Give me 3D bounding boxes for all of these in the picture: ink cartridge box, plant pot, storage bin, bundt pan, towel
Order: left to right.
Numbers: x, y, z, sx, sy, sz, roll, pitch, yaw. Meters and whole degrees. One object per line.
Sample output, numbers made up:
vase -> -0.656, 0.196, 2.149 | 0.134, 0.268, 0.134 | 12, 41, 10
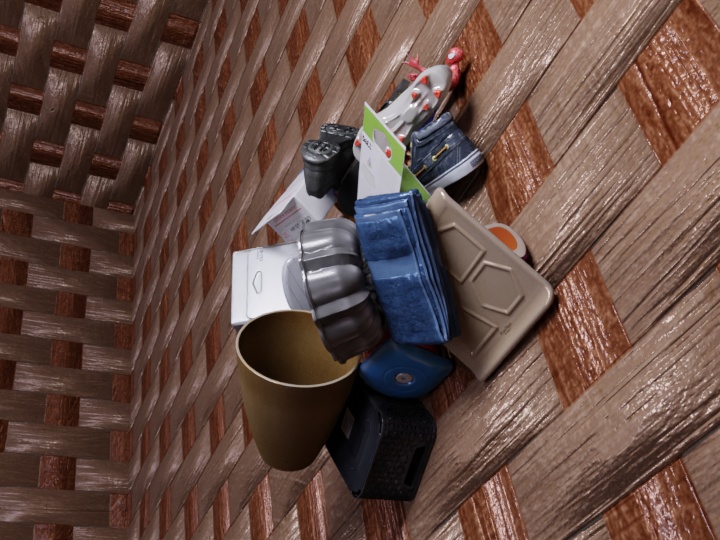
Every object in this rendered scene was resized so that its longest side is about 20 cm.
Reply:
ink cartridge box -> -0.133, 0.065, 1.495 | 0.201, 0.142, 0.148 | 64, -161, -58
plant pot -> -0.102, 0.194, 1.256 | 0.187, 0.183, 0.203 | -118, 32, -53
ink cartridge box -> -0.091, -0.122, 1.444 | 0.115, 0.068, 0.201 | -28, 22, 52
bundt pan -> -0.017, 0.019, 1.133 | 0.202, 0.074, 0.206 | -16, -89, -79
storage bin -> 0.020, 0.239, 1.265 | 0.200, 0.092, 0.138 | 46, 122, 60
ink cartridge box -> 0.055, -0.113, 1.162 | 0.148, 0.074, 0.203 | -122, 30, -49
towel -> 0.055, 0.000, 1.065 | 0.110, 0.048, 0.203 | -5, 109, 43

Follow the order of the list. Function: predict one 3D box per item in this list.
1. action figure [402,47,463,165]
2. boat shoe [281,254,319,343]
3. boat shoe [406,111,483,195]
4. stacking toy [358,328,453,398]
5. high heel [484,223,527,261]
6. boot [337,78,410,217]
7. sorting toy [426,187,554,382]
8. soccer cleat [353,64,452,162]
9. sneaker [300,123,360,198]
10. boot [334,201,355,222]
action figure -> 0.089, -0.267, 1.303 | 0.202, 0.098, 0.066 | -60, 4, 31
boat shoe -> -0.075, 0.064, 1.337 | 0.203, 0.071, 0.071 | 66, 167, -19
boat shoe -> 0.095, -0.159, 1.242 | 0.092, 0.071, 0.199 | 56, 142, -4
stacking toy -> 0.066, 0.077, 1.239 | 0.110, 0.114, 0.203 | -49, 28, 43
high heel -> 0.161, -0.015, 1.127 | 0.200, 0.066, 0.098 | 37, 143, 59
boot -> 0.034, -0.203, 1.403 | 0.175, 0.068, 0.202 | -66, 1, -55
sorting toy -> 0.132, 0.019, 1.069 | 0.200, 0.036, 0.186 | 45, 133, 14
soccer cleat -> 0.067, -0.229, 1.250 | 0.199, 0.069, 0.078 | -40, 4, 35
sneaker -> -0.048, -0.184, 1.383 | 0.200, 0.075, 0.092 | -45, -32, -54
boot -> -0.019, -0.065, 1.457 | 0.200, 0.070, 0.146 | 10, 71, 58
